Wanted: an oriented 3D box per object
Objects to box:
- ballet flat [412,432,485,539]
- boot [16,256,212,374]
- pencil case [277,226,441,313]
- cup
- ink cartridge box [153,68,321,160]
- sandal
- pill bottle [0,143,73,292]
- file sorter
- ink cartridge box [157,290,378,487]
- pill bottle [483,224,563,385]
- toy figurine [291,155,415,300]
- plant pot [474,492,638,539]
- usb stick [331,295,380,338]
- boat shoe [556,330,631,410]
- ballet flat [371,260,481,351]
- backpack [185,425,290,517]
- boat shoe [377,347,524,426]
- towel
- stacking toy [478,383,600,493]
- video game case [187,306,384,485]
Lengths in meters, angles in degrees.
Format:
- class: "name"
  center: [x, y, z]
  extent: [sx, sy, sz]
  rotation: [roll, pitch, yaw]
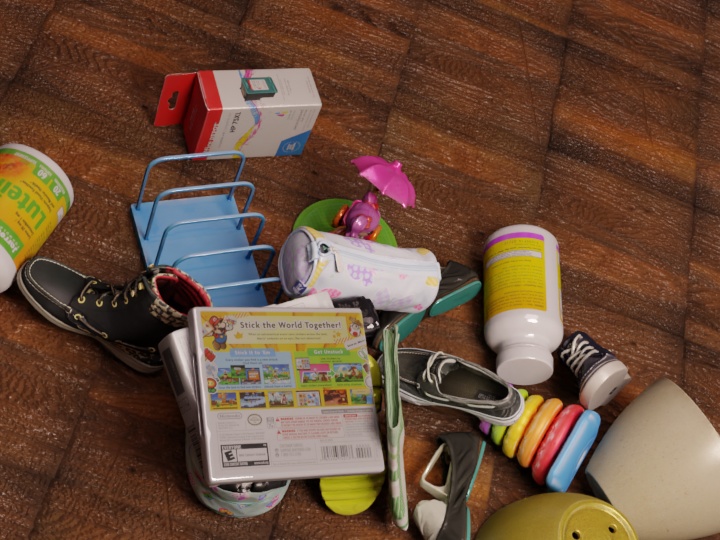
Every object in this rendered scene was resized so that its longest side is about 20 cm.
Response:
- class: "ballet flat"
  center: [0.100, 0.275, 1.377]
  extent: [0.068, 0.068, 0.200]
  rotation: [15, 45, 0]
- class: "boot"
  center: [-0.275, 0.024, 1.319]
  extent: [0.203, 0.154, 0.074]
  rotation: [36, 49, -14]
- class: "pencil case"
  center: [0.000, 0.000, 1.393]
  extent: [0.199, 0.091, 0.083]
  rotation: [10, 49, -37]
- class: "cup"
  center: [0.363, 0.254, 1.434]
  extent: [0.143, 0.200, 0.201]
  rotation: [-30, 71, -3]
- class: "ink cartridge box"
  center: [-0.165, -0.207, 1.557]
  extent: [0.199, 0.116, 0.067]
  rotation: [-6, 62, -23]
- class: "sandal"
  center: [-0.007, 0.184, 1.354]
  extent: [0.079, 0.087, 0.201]
  rotation: [6, 100, -3]
- class: "pill bottle"
  center: [-0.431, -0.044, 1.357]
  extent: [0.111, 0.111, 0.200]
  rotation: [28, 54, -1]
- class: "file sorter"
  center: [-0.187, -0.032, 1.434]
  extent: [0.138, 0.123, 0.201]
  rotation: [-8, 63, -24]
- class: "ink cartridge box"
  center: [-0.098, 0.123, 1.253]
  extent: [0.200, 0.057, 0.163]
  rotation: [-14, 77, -38]
- class: "pill bottle"
  center: [0.214, 0.046, 1.544]
  extent: [0.104, 0.104, 0.201]
  rotation: [12, 55, -13]
- class: "toy figurine"
  center: [-0.006, -0.060, 1.481]
  extent: [0.150, 0.184, 0.200]
  rotation: [31, 54, 1]
- class: "plant pot"
  center: [0.245, 0.337, 1.348]
  extent: [0.199, 0.142, 0.201]
  rotation: [10, 56, -15]
- class: "usb stick"
  center: [-0.076, 0.065, 1.316]
  extent: [0.199, 0.033, 0.056]
  rotation: [-8, 60, -21]
- class: "boat shoe"
  center: [0.288, 0.123, 1.492]
  extent: [0.075, 0.200, 0.093]
  rotation: [-46, 72, 4]
- class: "ballet flat"
  center: [0.071, 0.041, 1.523]
  extent: [0.200, 0.068, 0.068]
  rotation: [-27, 61, -38]
- class: "backpack"
  center: [-0.126, 0.176, 1.324]
  extent: [0.166, 0.127, 0.201]
  rotation: [5, 58, -4]
- class: "boat shoe"
  center: [0.106, 0.129, 1.428]
  extent: [0.199, 0.071, 0.072]
  rotation: [13, 62, 24]
- class: "towel"
  center: [0.040, 0.181, 1.323]
  extent: [0.023, 0.200, 0.153]
  rotation: [-2, 44, 1]
- class: "stacking toy"
  center: [0.189, 0.185, 1.459]
  extent: [0.200, 0.116, 0.110]
  rotation: [28, 78, 20]
- class: "video game case"
  center: [-0.077, 0.128, 1.223]
  extent: [0.199, 0.023, 0.183]
  rotation: [1, 70, -28]
